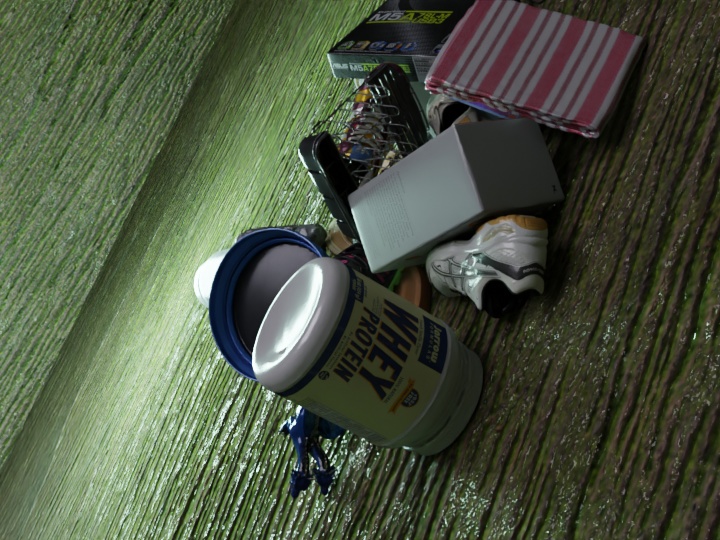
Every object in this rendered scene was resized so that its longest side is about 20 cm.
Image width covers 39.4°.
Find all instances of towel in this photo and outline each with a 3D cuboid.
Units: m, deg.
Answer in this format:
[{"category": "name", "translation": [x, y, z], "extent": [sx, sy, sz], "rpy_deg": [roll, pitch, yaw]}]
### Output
[{"category": "towel", "translation": [0.185, -0.218, 1.065], "extent": [0.146, 0.200, 0.030], "rpy_deg": [-59, -22, -27]}]

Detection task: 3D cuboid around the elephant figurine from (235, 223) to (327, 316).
[{"category": "elephant figurine", "translation": [-0.095, 0.037, 1.406], "extent": [0.155, 0.141, 0.200], "rpy_deg": [-13, -80, -73]}]

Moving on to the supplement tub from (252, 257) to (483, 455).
[{"category": "supplement tub", "translation": [0.009, 0.091, 1.015], "extent": [0.145, 0.200, 0.145], "rpy_deg": [-46, 26, 30]}]

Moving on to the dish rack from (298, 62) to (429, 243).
[{"category": "dish rack", "translation": [0.019, -0.146, 1.204], "extent": [0.055, 0.153, 0.200], "rpy_deg": [10, 48, 45]}]

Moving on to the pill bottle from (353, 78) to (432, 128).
[{"category": "pill bottle", "translation": [0.065, -0.269, 1.447], "extent": [0.114, 0.114, 0.200], "rpy_deg": [-56, 23, 10]}]

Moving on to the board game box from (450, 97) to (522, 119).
[{"category": "board game box", "translation": [0.188, -0.242, 1.134], "extent": [0.158, 0.039, 0.200], "rpy_deg": [-42, 41, -13]}]

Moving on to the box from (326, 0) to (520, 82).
[{"category": "box", "translation": [0.087, -0.320, 1.357], "extent": [0.200, 0.048, 0.193], "rpy_deg": [12, 47, 37]}]

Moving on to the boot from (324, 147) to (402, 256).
[{"category": "boot", "translation": [0.024, -0.085, 1.360], "extent": [0.156, 0.073, 0.200], "rpy_deg": [-54, 12, 14]}]

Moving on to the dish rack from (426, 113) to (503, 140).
[{"category": "dish rack", "translation": [0.146, -0.179, 1.261], "extent": [0.200, 0.044, 0.172], "rpy_deg": [-53, 23, 18]}]

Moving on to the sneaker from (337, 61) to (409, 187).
[{"category": "sneaker", "translation": [0.011, -0.166, 1.274], "extent": [0.090, 0.075, 0.200], "rpy_deg": [-92, 22, -79]}]

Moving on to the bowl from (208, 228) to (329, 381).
[{"category": "bowl", "translation": [-0.108, 0.046, 1.304], "extent": [0.200, 0.039, 0.201], "rpy_deg": [-3, 85, 30]}]

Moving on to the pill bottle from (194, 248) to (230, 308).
[{"category": "pill bottle", "translation": [-0.198, 0.018, 1.652], "extent": [0.200, 0.113, 0.113], "rpy_deg": [-7, 56, 63]}]

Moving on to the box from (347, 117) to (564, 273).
[{"category": "box", "translation": [0.099, -0.080, 1.095], "extent": [0.200, 0.124, 0.098], "rpy_deg": [-28, 76, 51]}]

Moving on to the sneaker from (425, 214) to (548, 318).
[{"category": "sneaker", "translation": [0.124, 0.010, 1.041], "extent": [0.200, 0.076, 0.088], "rpy_deg": [143, 127, -65]}]

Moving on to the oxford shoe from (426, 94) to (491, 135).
[{"category": "oxford shoe", "translation": [0.111, -0.191, 1.221], "extent": [0.075, 0.058, 0.200], "rpy_deg": [-54, 22, 17]}]

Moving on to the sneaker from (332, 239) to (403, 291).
[{"category": "sneaker", "translation": [0.000, 0.000, 1.206], "extent": [0.077, 0.084, 0.200], "rpy_deg": [-23, 42, 35]}]

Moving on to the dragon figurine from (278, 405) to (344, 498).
[{"category": "dragon figurine", "translation": [-0.051, 0.166, 1.188], "extent": [0.099, 0.059, 0.200], "rpy_deg": [18, 96, 64]}]

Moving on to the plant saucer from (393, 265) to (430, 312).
[{"category": "plant saucer", "translation": [0.013, 0.076, 1.247], "extent": [0.200, 0.032, 0.200], "rpy_deg": [-45, 27, 31]}]

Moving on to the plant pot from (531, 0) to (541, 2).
[{"category": "plant pot", "translation": [0.202, -0.508, 1.369], "extent": [0.200, 0.177, 0.200], "rpy_deg": [-56, 23, 10]}]
